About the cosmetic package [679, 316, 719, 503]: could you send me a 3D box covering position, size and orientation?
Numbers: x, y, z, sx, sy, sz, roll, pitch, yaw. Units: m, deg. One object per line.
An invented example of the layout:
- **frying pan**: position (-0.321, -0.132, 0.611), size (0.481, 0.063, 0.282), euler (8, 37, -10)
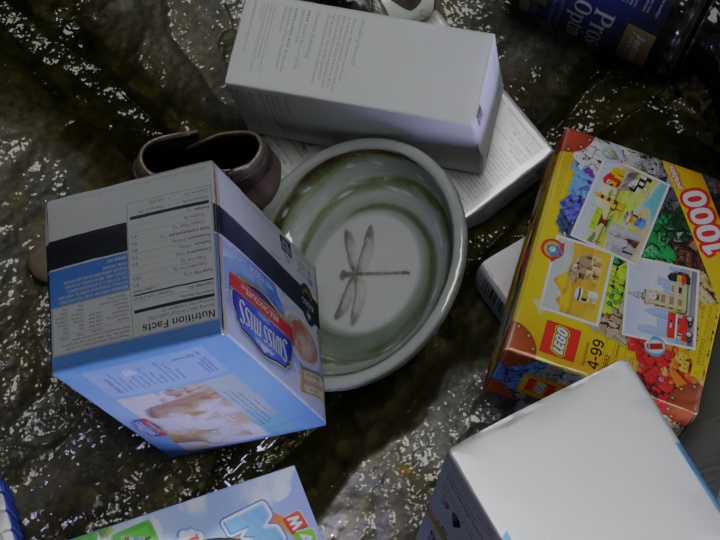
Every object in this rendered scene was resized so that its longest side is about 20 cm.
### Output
- **cosmetic package**: position (0.300, 0.122, 1.444), size (0.106, 0.090, 0.201), euler (28, 65, -18)

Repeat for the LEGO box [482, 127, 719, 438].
- **LEGO box**: position (0.191, 0.014, 1.453), size (0.148, 0.077, 0.201), euler (18, 60, -1)

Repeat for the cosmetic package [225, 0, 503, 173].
- **cosmetic package**: position (0.006, -0.143, 1.501), size (0.198, 0.113, 0.082), euler (10, 75, 8)

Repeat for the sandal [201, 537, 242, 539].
- **sandal**: position (-0.045, 0.239, 1.339), size (0.199, 0.048, 0.076), euler (25, 64, 4)

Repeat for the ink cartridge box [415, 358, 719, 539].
- **ink cartridge box**: position (0.142, 0.187, 1.343), size (0.145, 0.200, 0.147), euler (-25, 69, -16)

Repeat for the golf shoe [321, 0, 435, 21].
- **golf shoe**: position (-0.004, -0.260, 1.606), size (0.094, 0.078, 0.201), euler (-13, 54, -17)

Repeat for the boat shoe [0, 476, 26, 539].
- **boat shoe**: position (-0.255, 0.247, 1.345), size (0.072, 0.072, 0.201), euler (-18, 65, -2)

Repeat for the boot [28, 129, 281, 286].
- **boot**: position (-0.156, -0.052, 1.451), size (0.199, 0.146, 0.071), euler (-18, 72, -11)

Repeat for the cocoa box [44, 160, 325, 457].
- **cocoa box**: position (-0.120, 0.034, 1.369), size (0.132, 0.200, 0.132), euler (-13, 64, 15)

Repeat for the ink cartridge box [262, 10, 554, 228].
- **ink cartridge box**: position (0.032, -0.090, 1.563), size (0.200, 0.050, 0.161), euler (-37, 73, -2)

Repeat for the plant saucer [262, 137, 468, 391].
- **plant saucer**: position (0.000, 0.000, 1.473), size (0.199, 0.050, 0.202), euler (-12, 65, 28)

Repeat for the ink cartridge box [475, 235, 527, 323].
- **ink cartridge box**: position (0.214, 0.020, 1.520), size (0.199, 0.057, 0.163), euler (-31, 71, -15)

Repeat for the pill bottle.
- **pill bottle**: position (0.229, -0.231, 1.608), size (0.199, 0.112, 0.112), euler (27, 64, 7)

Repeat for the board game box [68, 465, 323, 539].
- **board game box**: position (-0.114, 0.240, 1.377), size (0.199, 0.037, 0.152), euler (-17, 67, -16)

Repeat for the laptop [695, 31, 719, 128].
- **laptop**: position (0.336, -0.107, 1.507), size (0.199, 0.103, 0.178), euler (-25, 102, -30)
